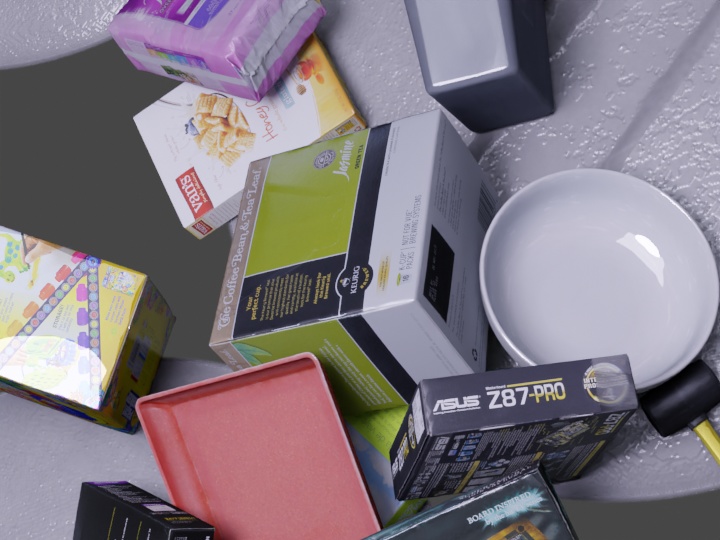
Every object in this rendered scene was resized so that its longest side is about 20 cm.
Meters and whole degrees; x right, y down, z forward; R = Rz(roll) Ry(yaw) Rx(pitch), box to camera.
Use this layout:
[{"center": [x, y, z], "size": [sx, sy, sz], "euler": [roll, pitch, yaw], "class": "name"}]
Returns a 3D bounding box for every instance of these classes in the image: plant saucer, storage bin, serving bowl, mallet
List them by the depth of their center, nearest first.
[{"center": [0.307, 0.159, 1.236], "size": [0.066, 0.041, 0.200], "euler": [-41, 67, 1], "class": "mallet"}, {"center": [-0.072, 0.175, 1.285], "size": [0.198, 0.037, 0.202], "euler": [-17, 97, 34], "class": "plant saucer"}, {"center": [0.192, 0.019, 1.291], "size": [0.198, 0.066, 0.202], "euler": [2, 63, -3], "class": "serving bowl"}, {"center": [0.114, -0.209, 1.357], "size": [0.144, 0.200, 0.136], "euler": [-13, 79, 17], "class": "storage bin"}]

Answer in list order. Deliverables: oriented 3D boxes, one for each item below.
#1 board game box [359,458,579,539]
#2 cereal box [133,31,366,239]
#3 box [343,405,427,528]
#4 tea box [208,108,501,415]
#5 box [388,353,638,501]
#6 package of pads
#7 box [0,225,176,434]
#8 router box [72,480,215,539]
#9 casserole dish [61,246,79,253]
[{"center": [0.078, 0.247, 1.206], "size": [0.198, 0.028, 0.136], "euler": [-25, 96, 11], "class": "board game box"}, {"center": [-0.108, -0.142, 1.498], "size": [0.199, 0.040, 0.145], "euler": [-33, 62, 8], "class": "cereal box"}, {"center": [0.012, 0.156, 1.343], "size": [0.122, 0.048, 0.200], "euler": [40, 90, 28], "class": "box"}, {"center": [0.000, 0.000, 1.311], "size": [0.195, 0.134, 0.202], "euler": [-11, 49, 27], "class": "tea box"}, {"center": [0.112, 0.125, 1.202], "size": [0.159, 0.200, 0.050], "euler": [-5, 68, -7], "class": "box"}, {"center": [-0.137, -0.238, 1.484], "size": [0.199, 0.076, 0.121], "euler": [20, 66, 44], "class": "package of pads"}, {"center": [-0.282, 0.049, 1.382], "size": [0.191, 0.200, 0.123], "euler": [18, 79, 5], "class": "box"}, {"center": [-0.196, 0.293, 1.317], "size": [0.148, 0.051, 0.202], "euler": [15, 96, 50], "class": "router box"}, {"center": [-0.348, 0.046, 1.530], "size": [0.198, 0.039, 0.122], "euler": [-21, 66, 13], "class": "casserole dish"}]
